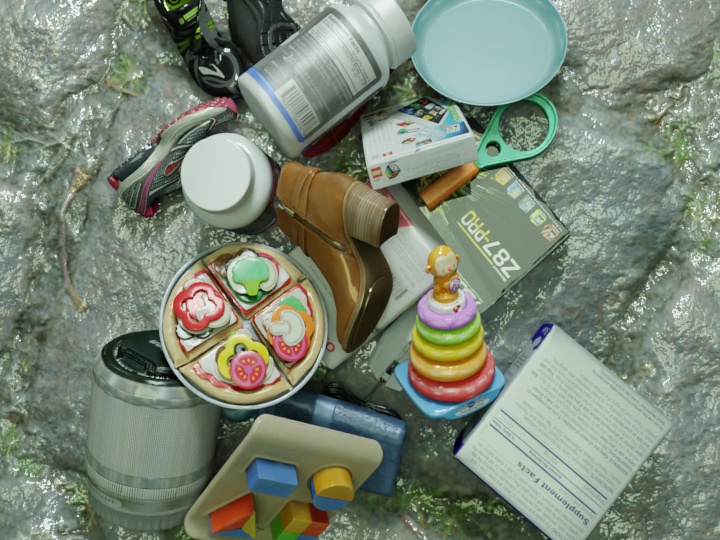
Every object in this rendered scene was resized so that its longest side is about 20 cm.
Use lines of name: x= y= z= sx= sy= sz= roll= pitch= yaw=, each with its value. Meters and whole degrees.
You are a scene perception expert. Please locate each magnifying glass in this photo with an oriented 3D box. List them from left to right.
magnifying glass: x=0.158 y=-0.145 z=1.039 sx=0.198 sy=0.022 sz=0.080 roll=-37 pitch=83 yaw=3

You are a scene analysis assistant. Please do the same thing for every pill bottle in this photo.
pill bottle: x=-0.154 y=-0.104 z=1.020 sx=0.108 sy=0.200 sz=0.114 roll=0 pitch=89 yaw=4
pill bottle: x=-0.036 y=-0.237 z=0.987 sx=0.199 sy=0.114 sz=0.114 roll=-39 pitch=86 yaw=-7

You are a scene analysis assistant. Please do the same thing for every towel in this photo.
towel: x=-0.040 y=0.209 z=1.061 sx=0.196 sy=0.049 sz=0.114 roll=16 pitch=117 yaw=7

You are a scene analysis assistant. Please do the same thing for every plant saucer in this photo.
plant saucer: x=0.159 y=-0.283 z=1.054 sx=0.195 sy=0.028 sz=0.205 roll=-3 pitch=64 yaw=5

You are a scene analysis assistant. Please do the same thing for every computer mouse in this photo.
computer mouse: x=0.047 y=0.111 z=1.075 sx=0.109 sy=0.044 sz=0.202 roll=35 pitch=91 yaw=6

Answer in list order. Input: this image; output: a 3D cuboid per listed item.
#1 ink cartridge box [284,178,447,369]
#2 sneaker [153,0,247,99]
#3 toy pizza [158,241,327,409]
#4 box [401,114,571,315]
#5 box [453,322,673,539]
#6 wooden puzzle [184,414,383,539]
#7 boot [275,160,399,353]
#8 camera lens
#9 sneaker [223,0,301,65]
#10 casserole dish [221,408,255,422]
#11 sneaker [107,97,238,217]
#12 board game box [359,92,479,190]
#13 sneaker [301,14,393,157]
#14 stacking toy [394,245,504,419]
ink cartridge box: x=0.000 y=0.000 z=1.040 sx=0.199 sy=0.083 sz=0.148 roll=-40 pitch=85 yaw=19
sneaker: x=-0.217 y=-0.308 z=1.090 sx=0.070 sy=0.083 sz=0.202 roll=-33 pitch=87 yaw=3
toy pizza: x=-0.132 y=0.057 z=0.967 sx=0.195 sy=0.032 sz=0.205 roll=5 pitch=67 yaw=-11
box: x=0.144 y=-0.068 z=1.070 sx=0.160 sy=0.049 sz=0.201 roll=-39 pitch=84 yaw=5
box: x=0.240 y=0.200 z=1.026 sx=0.183 sy=0.105 sz=0.201 roll=39 pitch=91 yaw=4
wooden puzzle: x=-0.089 y=0.271 z=1.002 sx=0.182 sy=0.047 sz=0.202 roll=19 pitch=119 yaw=-30
boot: x=-0.037 y=-0.019 z=0.975 sx=0.153 sy=0.073 sz=0.204 roll=24 pitch=115 yaw=27
camera lens: x=-0.250 y=0.186 z=1.020 sx=0.156 sy=0.160 sz=0.205 roll=13 pitch=107 yaw=5
sneaker: x=-0.126 y=-0.303 z=1.081 sx=0.075 sy=0.090 sz=0.204 roll=-4 pitch=70 yaw=-37
casserole dish: x=-0.177 y=0.106 z=1.098 sx=0.120 sy=0.039 sz=0.201 roll=-38 pitch=87 yaw=3
sneaker: x=-0.234 y=-0.152 z=1.094 sx=0.198 sy=0.081 sz=0.075 roll=-36 pitch=102 yaw=16
board game box: x=0.064 y=-0.162 z=1.009 sx=0.123 sy=0.201 sz=0.035 roll=-15 pitch=115 yaw=5
sneaker: x=-0.042 y=-0.250 z=1.088 sx=0.115 sy=0.079 sz=0.201 roll=38 pitch=80 yaw=13
stacking toy: x=0.101 y=0.059 z=0.967 sx=0.114 sy=0.110 sz=0.204 roll=-20 pitch=126 yaw=-19
